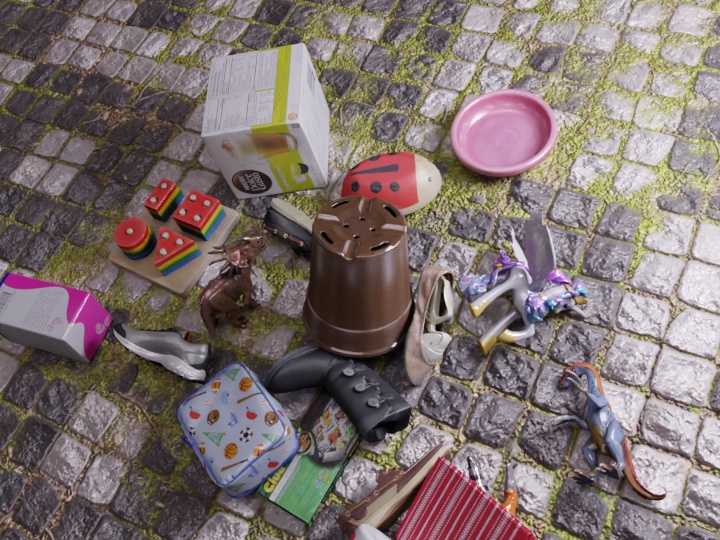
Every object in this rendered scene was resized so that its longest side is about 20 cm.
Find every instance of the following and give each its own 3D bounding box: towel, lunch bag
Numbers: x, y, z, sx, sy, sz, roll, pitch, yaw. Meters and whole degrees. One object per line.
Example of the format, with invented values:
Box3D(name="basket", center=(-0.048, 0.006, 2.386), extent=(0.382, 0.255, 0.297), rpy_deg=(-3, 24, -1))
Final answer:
Box3D(name="towel", center=(0.138, 0.365, 1.077), extent=(0.199, 0.022, 0.146), rpy_deg=(33, 94, 51))
Box3D(name="lunch bag", center=(-0.204, 0.256, 1.279), extent=(0.160, 0.076, 0.200), rpy_deg=(-40, 51, -5))

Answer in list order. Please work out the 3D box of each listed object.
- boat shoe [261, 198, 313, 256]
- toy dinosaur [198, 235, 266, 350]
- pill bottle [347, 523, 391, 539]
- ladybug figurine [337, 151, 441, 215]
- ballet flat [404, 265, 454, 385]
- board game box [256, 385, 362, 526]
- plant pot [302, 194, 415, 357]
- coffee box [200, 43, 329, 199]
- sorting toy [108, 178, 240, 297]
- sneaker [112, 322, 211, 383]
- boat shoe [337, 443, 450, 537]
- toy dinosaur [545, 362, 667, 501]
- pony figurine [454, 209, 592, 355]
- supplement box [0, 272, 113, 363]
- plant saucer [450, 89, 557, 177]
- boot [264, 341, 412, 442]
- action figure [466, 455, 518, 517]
Box3D(name="boat shoe", center=(-0.096, -0.058, 1.462), extent=(0.200, 0.073, 0.064), rpy_deg=(33, 107, 18))
Box3D(name="toy dinosaur", center=(-0.241, 0.031, 1.397), extent=(0.085, 0.136, 0.201), rpy_deg=(20, 66, 24))
Box3D(name="pill bottle", center=(-0.015, 0.464, 1.079), extent=(0.119, 0.120, 0.201), rpy_deg=(37, 86, 30))
Box3D(name="ladybug figurine", center=(0.052, -0.167, 1.482), extent=(0.197, 0.072, 0.137), rpy_deg=(-10, 58, 8))
Box3D(name="ballet flat", center=(0.117, 0.087, 1.286), extent=(0.067, 0.068, 0.203), rpy_deg=(-2, 75, 42))
Box3D(name="board game box", center=(-0.069, 0.293, 1.262), extent=(0.104, 0.024, 0.201), rpy_deg=(24, 67, 23))
Box3D(name="plant pot", center=(0.000, 0.000, 1.287), extent=(0.197, 0.200, 0.202), rpy_deg=(1, 43, -1))
Box3D(name="coffee box", center=(-0.178, -0.286, 1.536), extent=(0.195, 0.200, 0.202), rpy_deg=(-7, 58, 11))
Box3D(name="sorting toy", center=(-0.372, -0.077, 1.535), extent=(0.198, 0.070, 0.200), rpy_deg=(22, 67, 24))
Box3D(name="sneaker", center=(-0.348, 0.131, 1.395), extent=(0.198, 0.074, 0.080), rpy_deg=(20, 79, 17))
Box3D(name="boat shoe", center=(0.049, 0.324, 1.187), extent=(0.200, 0.072, 0.072), rpy_deg=(-44, 60, -6))
Box3D(name="toy dinosaur", center=(0.354, 0.230, 1.186), extent=(0.199, 0.105, 0.183), rpy_deg=(31, 50, -12))
Box3D(name="pony figurine", center=(0.261, 0.020, 1.288), extent=(0.198, 0.167, 0.195), rpy_deg=(-24, 88, -5))
Box3D(name="supplement box", center=(-0.582, 0.087, 1.468), extent=(0.198, 0.104, 0.102), rpy_deg=(11, 61, 21))
Box3D(name="plant saucer", center=(0.271, -0.253, 1.493), extent=(0.198, 0.051, 0.203), rpy_deg=(-7, 57, 10))
Box3D(name="boot", center=(-0.037, 0.202, 1.257), extent=(0.164, 0.066, 0.200), rpy_deg=(-27, 51, -23))
Box3D(name="action figure", center=(0.157, 0.375, 1.111), extent=(0.197, 0.105, 0.195), rpy_deg=(-12, 48, 6))
